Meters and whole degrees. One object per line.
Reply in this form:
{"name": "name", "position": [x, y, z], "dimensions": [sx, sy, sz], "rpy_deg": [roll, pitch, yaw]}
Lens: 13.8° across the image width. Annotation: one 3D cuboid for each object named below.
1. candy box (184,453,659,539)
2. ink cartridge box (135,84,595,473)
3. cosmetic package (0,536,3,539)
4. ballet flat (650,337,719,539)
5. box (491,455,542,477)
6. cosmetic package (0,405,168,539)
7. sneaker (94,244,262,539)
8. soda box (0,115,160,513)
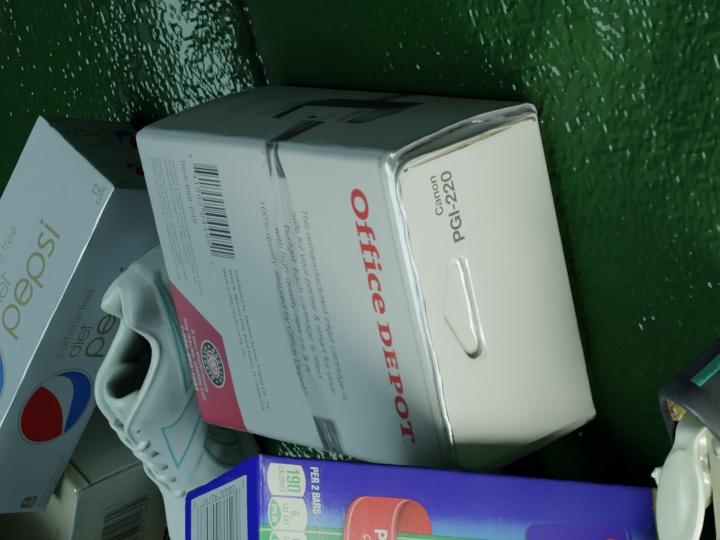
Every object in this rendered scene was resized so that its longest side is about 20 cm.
{"name": "candy box", "position": [0.033, 0.170, 1.199], "dimensions": [0.077, 0.199, 0.170], "rpy_deg": [-27, 61, 56]}
{"name": "ink cartridge box", "position": [0.000, 0.000, 1.301], "dimensions": [0.200, 0.084, 0.147], "rpy_deg": [10, 117, 55]}
{"name": "cosmetic package", "position": [-0.257, 0.178, 1.616], "dimensions": [0.199, 0.123, 0.200], "rpy_deg": [42, -174, 6]}
{"name": "ballet flat", "position": [0.147, 0.122, 1.173], "dimensions": [0.073, 0.073, 0.201], "rpy_deg": [21, 125, 49]}
{"name": "box", "position": [-0.016, 0.186, 1.325], "dimensions": [0.105, 0.199, 0.184], "rpy_deg": [61, 147, 12]}
{"name": "cosmetic package", "position": [-0.186, 0.077, 1.631], "dimensions": [0.200, 0.073, 0.104], "rpy_deg": [44, 141, 31]}
{"name": "sneaker", "position": [-0.095, 0.071, 1.489], "dimensions": [0.070, 0.080, 0.201], "rpy_deg": [30, 133, 41]}
{"name": "soda box", "position": [-0.160, 0.024, 1.501], "dimensions": [0.068, 0.063, 0.201], "rpy_deg": [42, 116, 33]}
